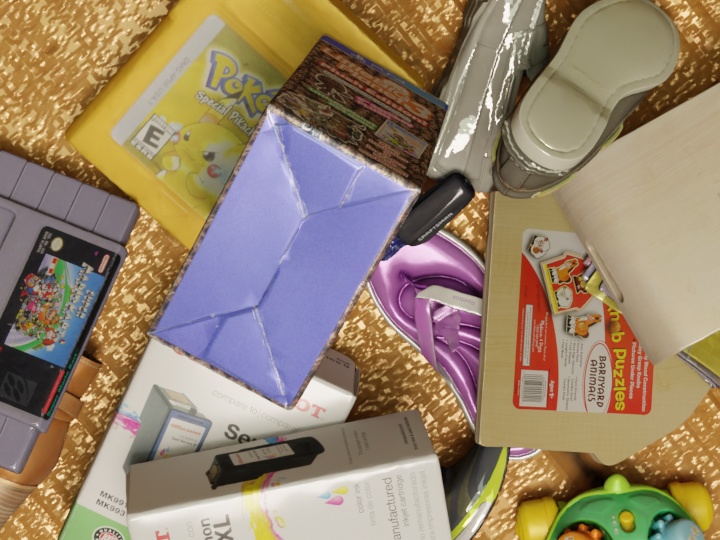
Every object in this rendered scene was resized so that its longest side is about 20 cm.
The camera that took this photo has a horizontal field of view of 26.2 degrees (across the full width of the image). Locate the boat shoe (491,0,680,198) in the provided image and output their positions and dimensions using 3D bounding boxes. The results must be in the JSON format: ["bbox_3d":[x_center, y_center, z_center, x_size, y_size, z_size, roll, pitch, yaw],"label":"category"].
[{"bbox_3d":[0.148,-0.117,1.026,0.072,0.202,0.060,40,139,4],"label":"boat shoe"}]

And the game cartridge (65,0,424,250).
[{"bbox_3d":[-0.075,-0.104,1.054,0.176,0.032,0.200,42,111,-8],"label":"game cartridge"}]

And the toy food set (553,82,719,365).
[{"bbox_3d":[0.247,-0.044,1.034,0.200,0.060,0.144,-30,80,11],"label":"toy food set"}]

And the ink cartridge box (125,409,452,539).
[{"bbox_3d":[-0.042,0.188,1.010,0.200,0.083,0.146,-11,108,-4],"label":"ink cartridge box"}]

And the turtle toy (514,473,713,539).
[{"bbox_3d":[0.193,0.243,1.108,0.146,0.101,0.200,-7,100,-1],"label":"turtle toy"}]

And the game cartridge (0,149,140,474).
[{"bbox_3d":[-0.244,0.023,1.049,0.130,0.038,0.200,20,77,8],"label":"game cartridge"}]

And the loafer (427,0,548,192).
[{"bbox_3d":[0.100,-0.149,1.060,0.070,0.070,0.200,20,106,-10],"label":"loafer"}]

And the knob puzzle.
[{"bbox_3d":[0.176,0.038,1.099,0.220,0.030,0.220,0,89,-19],"label":"knob puzzle"}]

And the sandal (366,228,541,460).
[{"bbox_3d":[0.077,0.048,1.097,0.082,0.050,0.203,-37,99,4],"label":"sandal"}]

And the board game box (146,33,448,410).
[{"bbox_3d":[-0.032,-0.036,0.952,0.097,0.200,0.159,29,111,-3],"label":"board game box"}]

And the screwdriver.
[{"bbox_3d":[0.000,0.000,1.078,0.200,0.029,0.028,-39,84,17],"label":"screwdriver"}]

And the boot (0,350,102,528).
[{"bbox_3d":[-0.294,0.077,1.079,0.200,0.077,0.155,33,93,-1],"label":"boot"}]

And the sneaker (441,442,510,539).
[{"bbox_3d":[0.028,0.178,1.102,0.081,0.074,0.200,44,102,-2],"label":"sneaker"}]

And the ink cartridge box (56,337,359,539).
[{"bbox_3d":[-0.106,0.130,1.082,0.145,0.088,0.200,26,101,-5],"label":"ink cartridge box"}]

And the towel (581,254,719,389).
[{"bbox_3d":[0.261,-0.028,1.087,0.144,0.023,0.200,39,87,-14],"label":"towel"}]
